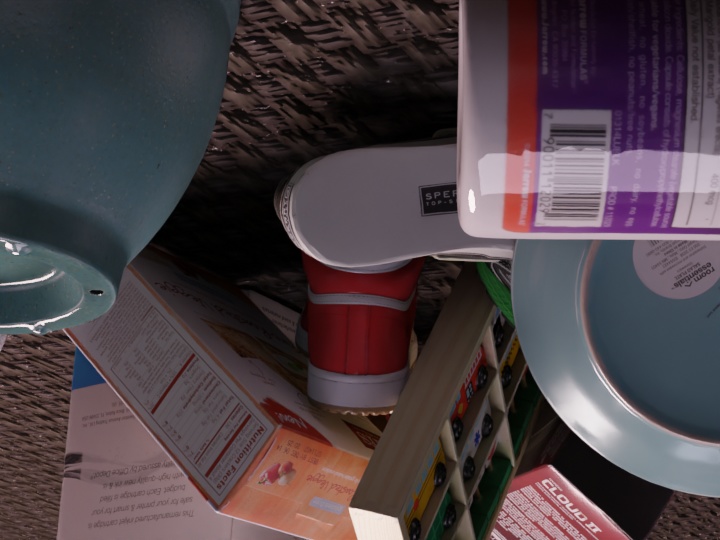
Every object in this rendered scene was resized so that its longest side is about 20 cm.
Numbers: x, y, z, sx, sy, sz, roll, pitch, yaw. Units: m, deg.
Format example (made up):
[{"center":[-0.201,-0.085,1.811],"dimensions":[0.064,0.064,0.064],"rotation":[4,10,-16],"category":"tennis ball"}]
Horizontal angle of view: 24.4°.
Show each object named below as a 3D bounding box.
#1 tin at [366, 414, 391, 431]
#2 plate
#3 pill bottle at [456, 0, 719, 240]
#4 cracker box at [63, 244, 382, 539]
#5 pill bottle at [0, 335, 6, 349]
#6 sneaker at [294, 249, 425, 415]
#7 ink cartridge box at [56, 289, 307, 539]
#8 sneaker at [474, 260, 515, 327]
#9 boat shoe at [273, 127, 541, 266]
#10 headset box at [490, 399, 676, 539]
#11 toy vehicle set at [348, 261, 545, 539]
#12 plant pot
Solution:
[{"center":[-0.037,0.112,1.118],"dimensions":[0.042,0.113,0.200],"rotation":[2,163,-33],"category":"tin"},{"center":[0.165,0.011,0.737],"dimensions":[0.199,0.201,0.026],"rotation":[-2,-165,10],"category":"plate"},{"center":[0.136,-0.067,0.623],"dimensions":[0.199,0.112,0.112],"rotation":[1,160,2],"category":"pill bottle"},{"center":[-0.071,0.061,0.892],"dimensions":[0.200,0.058,0.134],"rotation":[43,-170,38],"category":"cracker box"},{"center":[-0.281,-0.002,0.825],"dimensions":[0.199,0.112,0.111],"rotation":[20,153,-40],"category":"pill bottle"},{"center":[0.000,0.000,0.900],"dimensions":[0.071,0.113,0.200],"rotation":[1,-170,-3],"category":"sneaker"},{"center":[-0.108,0.127,1.036],"dimensions":[0.146,0.201,0.086],"rotation":[-12,156,33],"category":"ink cartridge box"},{"center":[0.144,0.012,0.819],"dimensions":[0.199,0.078,0.085],"rotation":[31,155,16],"category":"sneaker"},{"center":[0.058,-0.038,0.786],"dimensions":[0.199,0.071,0.064],"rotation":[0,-172,-12],"category":"boat shoe"},{"center":[0.137,0.105,1.019],"dimensions":[0.077,0.149,0.200],"rotation":[42,151,-5],"category":"headset box"},{"center":[0.053,0.088,0.873],"dimensions":[0.026,0.200,0.125],"rotation":[9,138,23],"category":"toy vehicle set"},{"center":[-0.149,-0.054,0.643],"dimensions":[0.199,0.135,0.200],"rotation":[2,160,1],"category":"plant pot"}]
